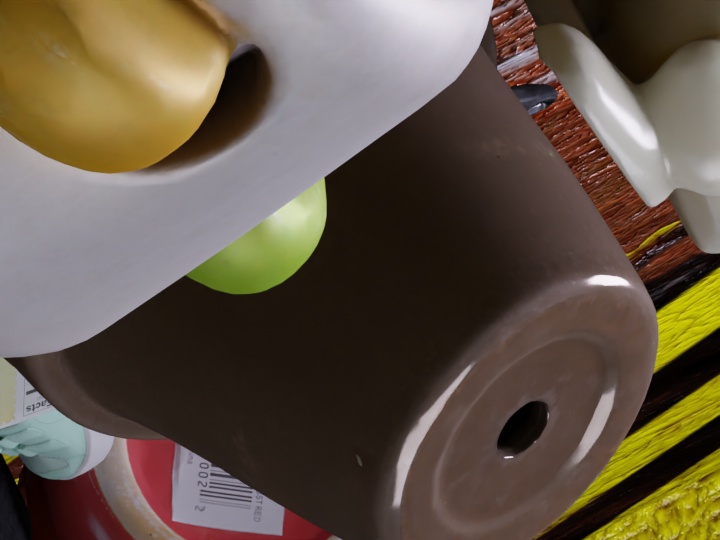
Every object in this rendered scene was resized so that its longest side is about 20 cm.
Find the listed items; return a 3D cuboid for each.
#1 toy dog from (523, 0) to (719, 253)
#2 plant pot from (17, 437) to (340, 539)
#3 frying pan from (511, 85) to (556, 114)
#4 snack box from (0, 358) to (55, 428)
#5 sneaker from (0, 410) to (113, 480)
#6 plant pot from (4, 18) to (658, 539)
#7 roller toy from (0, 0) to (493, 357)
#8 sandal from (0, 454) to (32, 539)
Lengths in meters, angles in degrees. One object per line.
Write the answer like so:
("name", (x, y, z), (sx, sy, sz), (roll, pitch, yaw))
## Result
("toy dog", (0.171, -0.101, 0.959), (0.199, 0.194, 0.140), (-35, -158, 12))
("plant pot", (-0.056, 0.110, 1.244), (0.199, 0.201, 0.183), (-23, 162, -21))
("frying pan", (0.028, -0.070, 1.086), (0.189, 0.031, 0.115), (-29, 170, -34))
("snack box", (-0.150, 0.006, 0.913), (0.199, 0.037, 0.117), (-19, 130, -33))
("sneaker", (-0.163, 0.046, 1.056), (0.118, 0.074, 0.201), (-32, 157, -14))
("plant pot", (0.000, 0.000, 0.876), (0.200, 0.174, 0.201), (-29, 141, -27))
("roller toy", (-0.065, -0.090, 0.546), (0.139, 0.183, 0.200), (-33, 168, 20))
("sandal", (-0.164, 0.111, 1.125), (0.045, 0.200, 0.075), (-26, 124, 3))
